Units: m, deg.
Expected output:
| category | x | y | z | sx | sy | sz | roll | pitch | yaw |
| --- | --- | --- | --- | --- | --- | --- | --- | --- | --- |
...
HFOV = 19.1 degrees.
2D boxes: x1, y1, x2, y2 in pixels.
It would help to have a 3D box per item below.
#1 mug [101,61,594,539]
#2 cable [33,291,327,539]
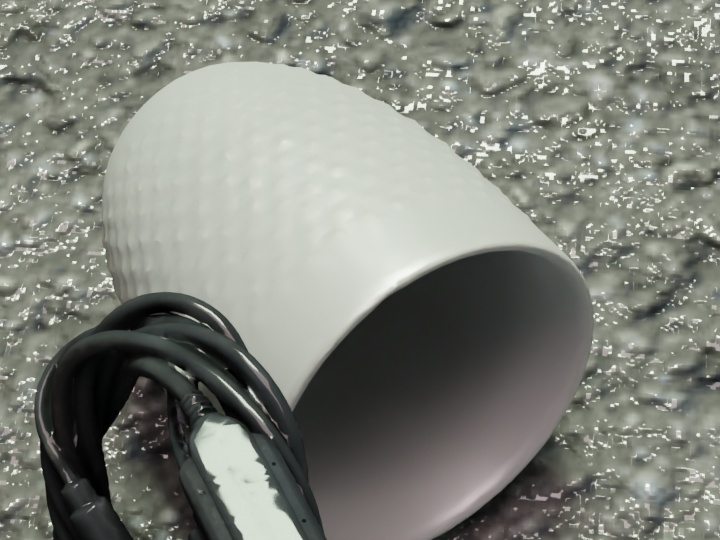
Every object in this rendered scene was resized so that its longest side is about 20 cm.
| category | x | y | z | sx | sy | sz | roll | pitch | yaw |
| --- | --- | --- | --- | --- | --- | --- | --- | --- | --- |
| mug | 0.000 | 0.000 | 0.847 | 0.200 | 0.148 | 0.175 | -4 | 37 | -39 |
| cable | -0.060 | 0.104 | 0.749 | 0.051 | 0.163 | 0.200 | -12 | 51 | -30 |
